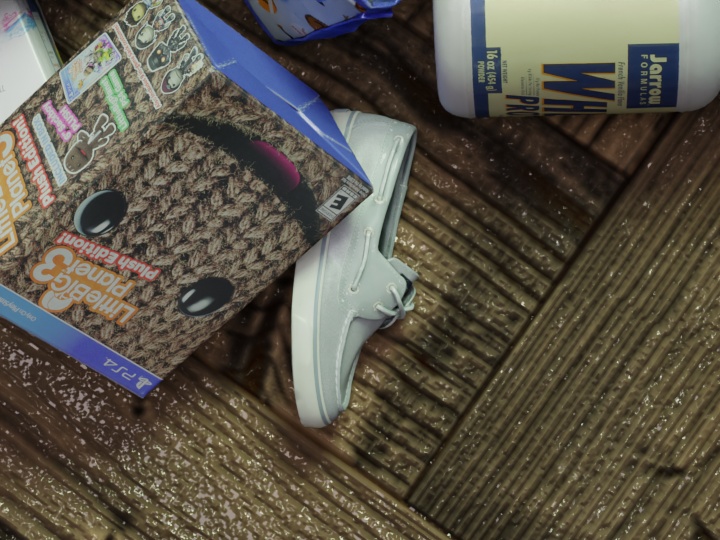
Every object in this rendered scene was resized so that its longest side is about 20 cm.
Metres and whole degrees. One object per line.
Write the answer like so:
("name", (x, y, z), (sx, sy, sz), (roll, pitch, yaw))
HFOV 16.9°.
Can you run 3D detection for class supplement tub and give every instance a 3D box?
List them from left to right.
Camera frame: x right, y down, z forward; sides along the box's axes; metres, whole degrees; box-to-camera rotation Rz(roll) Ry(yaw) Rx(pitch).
("supplement tub", (0.146, -0.166, 1.468), (0.200, 0.145, 0.145), (-1, 87, 5))

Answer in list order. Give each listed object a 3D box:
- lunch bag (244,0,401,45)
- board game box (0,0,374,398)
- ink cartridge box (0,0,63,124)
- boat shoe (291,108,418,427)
("lunch bag", (-0.019, -0.242, 1.461), (0.124, 0.170, 0.200), (1, 88, -21))
("board game box", (-0.124, -0.047, 1.448), (0.200, 0.159, 0.097), (-42, 46, 14))
("ink cartridge box", (-0.266, -0.125, 1.529), (0.145, 0.088, 0.200), (-23, 84, 4))
("boat shoe", (0.000, 0.000, 1.509), (0.071, 0.070, 0.201), (6, 84, 11))
